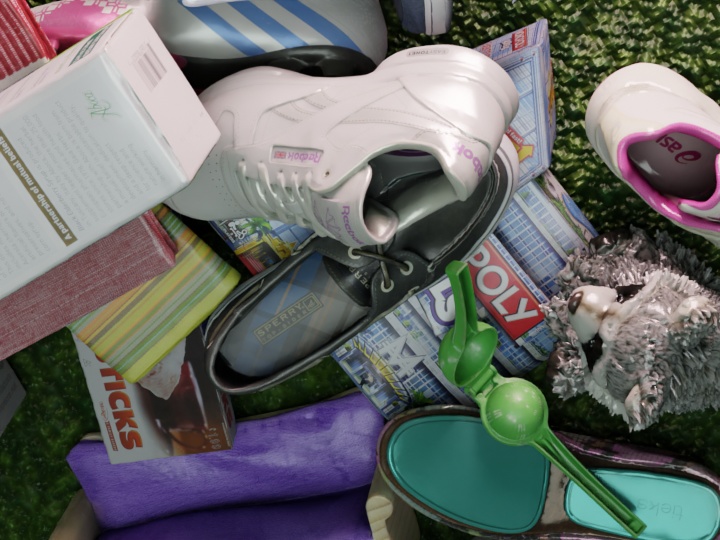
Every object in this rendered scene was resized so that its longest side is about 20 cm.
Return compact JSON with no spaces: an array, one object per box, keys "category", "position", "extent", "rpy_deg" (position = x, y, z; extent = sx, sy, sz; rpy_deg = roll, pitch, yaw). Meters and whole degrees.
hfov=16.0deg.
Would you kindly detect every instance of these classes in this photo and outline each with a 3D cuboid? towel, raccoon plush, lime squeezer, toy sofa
[{"category":"towel","position":[-0.160,-0.035,1.333],"extent":[0.086,0.018,0.200],"rpy_deg":[-43,102,16]},{"category":"raccoon plush","position":[0.186,0.040,1.307],"extent":[0.200,0.134,0.097],"rpy_deg":[7,102,-21]},{"category":"lime squeezer","position":[0.083,0.061,1.336],"extent":[0.071,0.038,0.200],"rpy_deg":[-3,132,44]},{"category":"towel","position":[-0.201,-0.056,1.309],"extent":[0.144,0.023,0.200],"rpy_deg":[-27,104,16]},{"category":"toy sofa","position":[-0.072,0.137,1.423],"extent":[0.200,0.083,0.098],"rpy_deg":[-10,109,12]}]

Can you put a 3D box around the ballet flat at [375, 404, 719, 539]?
[{"category":"ballet flat","position":[0.102,0.113,1.401],"extent":[0.200,0.071,0.069],"rpy_deg":[10,97,-8]}]

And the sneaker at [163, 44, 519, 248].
[{"category":"sneaker","position":[-0.023,-0.054,1.266],"extent":[0.200,0.100,0.075],"rpy_deg":[-12,130,28]}]

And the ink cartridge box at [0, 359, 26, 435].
[{"category":"ink cartridge box","position":[-0.277,0.025,1.375],"extent":[0.084,0.145,0.200],"rpy_deg":[-26,104,14]}]

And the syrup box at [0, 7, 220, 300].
[{"category":"syrup box","position":[-0.175,-0.038,1.258],"extent":[0.200,0.079,0.081],"rpy_deg":[-29,103,17]}]

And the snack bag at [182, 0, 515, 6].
[{"category":"snack bag","position":[-0.009,-0.227,1.246],"extent":[0.188,0.021,0.200],"rpy_deg":[-3,96,-4]}]

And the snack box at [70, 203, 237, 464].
[{"category":"snack box","position":[-0.123,0.012,1.378],"extent":[0.072,0.024,0.200],"rpy_deg":[-7,117,12]}]

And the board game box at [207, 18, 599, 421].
[{"category":"board game box","position":[0.049,-0.030,1.364],"extent":[0.200,0.062,0.200],"rpy_deg":[-36,102,18]}]

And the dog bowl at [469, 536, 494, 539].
[{"category":"dog bowl","position":[0.123,0.239,1.442],"extent":[0.200,0.079,0.200],"rpy_deg":[2,110,5]}]

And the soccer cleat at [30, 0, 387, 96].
[{"category":"soccer cleat","position":[-0.085,-0.130,1.338],"extent":[0.200,0.086,0.070],"rpy_deg":[3,154,-1]}]

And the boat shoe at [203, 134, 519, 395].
[{"category":"boat shoe","position":[0.000,0.000,1.317],"extent":[0.200,0.057,0.069],"rpy_deg":[-38,101,17]}]

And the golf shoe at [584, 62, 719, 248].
[{"category":"golf shoe","position":[0.205,-0.031,1.331],"extent":[0.200,0.092,0.075],"rpy_deg":[28,109,-5]}]

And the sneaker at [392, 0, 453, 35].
[{"category":"sneaker","position":[-0.037,-0.203,1.295],"extent":[0.146,0.077,0.202],"rpy_deg":[-16,97,0]}]
